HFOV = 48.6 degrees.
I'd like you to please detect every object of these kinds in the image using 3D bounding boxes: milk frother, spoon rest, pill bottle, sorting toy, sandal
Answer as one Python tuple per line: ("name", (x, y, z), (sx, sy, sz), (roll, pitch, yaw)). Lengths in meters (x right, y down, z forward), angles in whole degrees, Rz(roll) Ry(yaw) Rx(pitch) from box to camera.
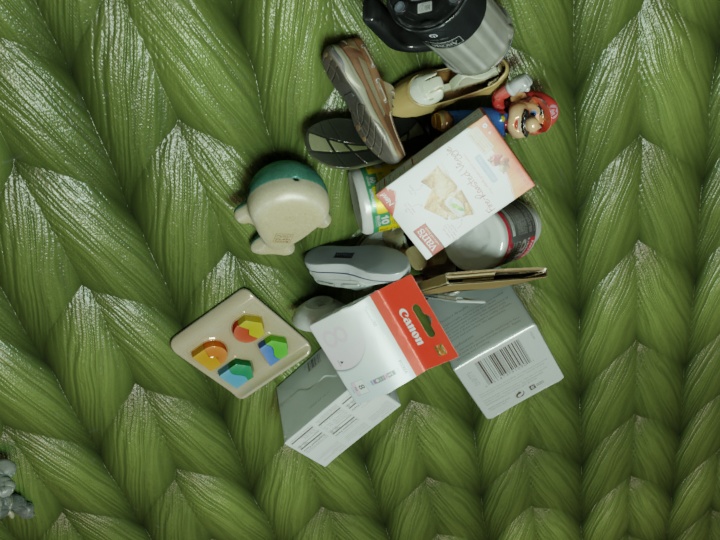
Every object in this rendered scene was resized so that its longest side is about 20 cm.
("milk frother", (0.112, -0.399, 1.098), (0.188, 0.180, 0.200), (12, 96, -63))
("spoon rest", (-0.026, 0.070, 1.434), (0.200, 0.099, 0.061), (-17, 116, -13))
("pill bottle", (0.229, -0.064, 1.336), (0.200, 0.111, 0.111), (-16, 143, -55))
("pill bottle", (0.088, -0.132, 1.294), (0.200, 0.113, 0.113), (-12, 128, -6))
("sorting toy", (-0.216, 0.144, 1.468), (0.185, 0.036, 0.200), (-34, 127, 12))
("sandal", (0.007, -0.197, 1.255), (0.201, 0.057, 0.080), (-6, 88, -23))

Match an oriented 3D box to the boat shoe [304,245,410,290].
("boat shoe", (0.000, 0.000, 1.352), (0.200, 0.074, 0.065), (9, 135, 34))

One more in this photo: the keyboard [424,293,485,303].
("keyboard", (0.146, 0.047, 1.406), (0.056, 0.200, 0.011), (9, 89, -22))

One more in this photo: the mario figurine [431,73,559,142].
("mario figurine", (0.216, -0.223, 1.223), (0.200, 0.106, 0.123), (-16, 160, -10))

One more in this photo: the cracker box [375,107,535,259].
("cracker box", (0.139, -0.128, 1.196), (0.200, 0.058, 0.134), (-35, 109, 15))

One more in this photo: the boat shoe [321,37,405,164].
("boat shoe", (0.021, -0.253, 1.185), (0.072, 0.076, 0.200), (-35, 110, -18))

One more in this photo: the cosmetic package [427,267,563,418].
("cosmetic package", (0.241, 0.125, 1.471), (0.165, 0.200, 0.165), (-30, 127, 8))

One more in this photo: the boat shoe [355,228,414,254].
("boat shoe", (0.071, -0.053, 1.376), (0.200, 0.068, 0.075), (-37, 126, 13))

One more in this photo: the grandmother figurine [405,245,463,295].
("grandmother figurine", (0.144, -0.002, 1.396), (0.121, 0.061, 0.200), (-6, 163, 15))

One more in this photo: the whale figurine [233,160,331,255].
("whale figurine", (-0.126, -0.100, 1.288), (0.159, 0.104, 0.200), (1, 150, -17))

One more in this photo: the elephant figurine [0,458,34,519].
("elephant figurine", (-0.718, 0.440, 1.508), (0.155, 0.142, 0.200), (28, 136, 1))

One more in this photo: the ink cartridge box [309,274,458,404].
("ink cartridge box", (0.035, 0.117, 1.315), (0.200, 0.057, 0.163), (-26, 98, 36))

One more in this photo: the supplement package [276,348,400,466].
("supplement package", (-0.045, 0.236, 1.505), (0.200, 0.156, 0.111), (-41, 122, 16))

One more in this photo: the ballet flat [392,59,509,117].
("ballet flat", (0.133, -0.287, 1.218), (0.200, 0.063, 0.069), (-18, 84, -7))

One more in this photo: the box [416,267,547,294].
("box", (0.183, 0.017, 1.281), (0.163, 0.200, 0.021), (-4, 84, -13))
